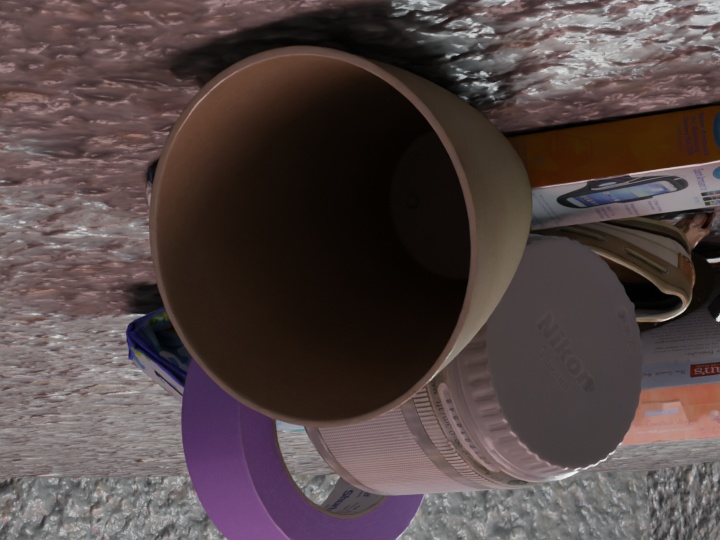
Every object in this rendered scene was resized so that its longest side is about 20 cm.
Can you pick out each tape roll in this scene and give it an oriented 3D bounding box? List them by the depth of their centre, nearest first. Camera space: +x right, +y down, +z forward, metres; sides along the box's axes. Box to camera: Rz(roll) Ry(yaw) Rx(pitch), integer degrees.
[{"bbox_3d":[-0.035,0.111,1.209,0.065,0.203,0.199,-13,166,43],"label":"tape roll"}]

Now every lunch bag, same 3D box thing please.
[{"bbox_3d":[-0.111,0.080,1.492,0.198,0.129,0.170,10,169,-5],"label":"lunch bag"}]

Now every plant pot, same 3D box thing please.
[{"bbox_3d":[0.015,-0.028,0.907,0.186,0.190,0.200,-10,-177,27],"label":"plant pot"}]

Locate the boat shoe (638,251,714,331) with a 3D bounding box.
[{"bbox_3d":[0.198,0.013,1.410,0.198,0.073,0.068,-11,-158,-4],"label":"boat shoe"}]

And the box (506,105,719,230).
[{"bbox_3d":[0.178,-0.065,1.067,0.198,0.042,0.119,-9,167,14],"label":"box"}]

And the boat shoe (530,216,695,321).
[{"bbox_3d":[0.136,-0.006,1.166,0.197,0.075,0.069,3,-147,1],"label":"boat shoe"}]

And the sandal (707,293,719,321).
[{"bbox_3d":[0.279,-0.045,1.047,0.075,0.045,0.201,-16,147,-42],"label":"sandal"}]

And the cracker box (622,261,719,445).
[{"bbox_3d":[0.262,0.069,1.421,0.132,0.058,0.200,-7,-153,17],"label":"cracker box"}]

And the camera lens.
[{"bbox_3d":[0.064,0.064,1.091,0.159,0.162,0.199,6,169,-39],"label":"camera lens"}]

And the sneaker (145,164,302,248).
[{"bbox_3d":[-0.087,-0.033,1.036,0.075,0.078,0.200,-2,170,-19],"label":"sneaker"}]

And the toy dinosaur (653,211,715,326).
[{"bbox_3d":[0.170,0.002,1.294,0.198,0.087,0.135,-4,177,30],"label":"toy dinosaur"}]
